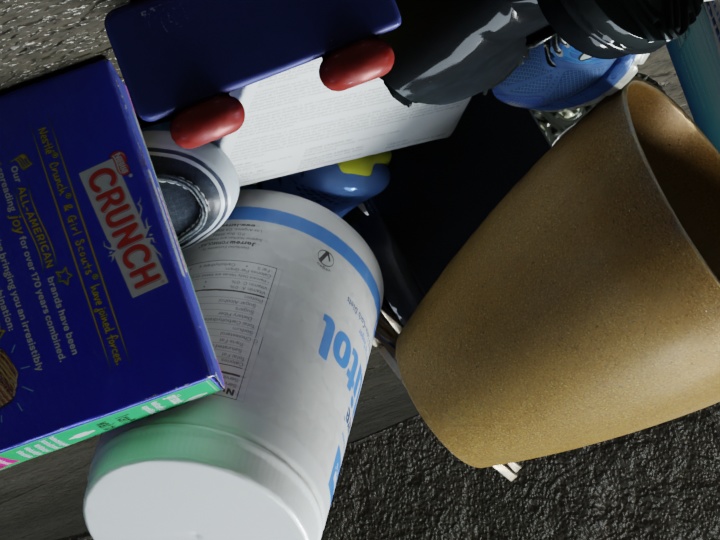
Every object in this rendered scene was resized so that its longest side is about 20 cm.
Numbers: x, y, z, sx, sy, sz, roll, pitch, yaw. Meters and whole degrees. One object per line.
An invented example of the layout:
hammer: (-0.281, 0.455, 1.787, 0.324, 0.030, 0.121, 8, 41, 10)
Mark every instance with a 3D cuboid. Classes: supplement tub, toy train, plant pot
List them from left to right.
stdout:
supplement tub: (-0.067, 0.067, 1.355, 0.131, 0.201, 0.132, 8, 139, 7)
toy train: (-0.011, -0.124, 1.105, 0.199, 0.085, 0.116, -21, -176, 0)
plant pot: (0.125, 0.023, 1.397, 0.199, 0.187, 0.186, -35, 166, 21)

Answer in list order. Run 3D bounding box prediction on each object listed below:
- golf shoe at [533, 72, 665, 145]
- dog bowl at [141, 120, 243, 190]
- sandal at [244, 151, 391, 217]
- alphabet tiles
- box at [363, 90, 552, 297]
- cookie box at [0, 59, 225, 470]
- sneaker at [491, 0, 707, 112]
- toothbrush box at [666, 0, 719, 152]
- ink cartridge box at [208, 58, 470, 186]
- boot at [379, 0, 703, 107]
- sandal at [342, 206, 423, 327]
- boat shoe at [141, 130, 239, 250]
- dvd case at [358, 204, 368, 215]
golf shoe: (0.134, -0.080, 1.736, 0.199, 0.077, 0.088, -36, -175, 23)
dog bowl: (-0.158, -0.033, 1.444, 0.199, 0.050, 0.111, -20, 172, 8)
sandal: (-0.039, -0.033, 1.471, 0.079, 0.088, 0.200, 10, 167, -19)
alphabet tiles: (0.027, 0.053, 1.566, 0.008, 0.200, 0.167, -44, 132, 6)
box: (0.089, -0.008, 1.583, 0.123, 0.201, 0.198, -30, 169, -1)
cookie box: (-0.188, 0.011, 1.239, 0.199, 0.172, 0.075, -19, 174, 0)
sneaker: (0.121, -0.148, 1.289, 0.089, 0.079, 0.200, -4, 156, -36)
toothbrush box: (0.260, -0.115, 1.526, 0.085, 0.147, 0.200, -19, 171, -1)
ink cartridge box: (-0.002, -0.124, 1.298, 0.161, 0.050, 0.200, -15, 153, -24)
boot: (0.073, -0.119, 1.118, 0.168, 0.077, 0.200, -31, -165, 31)
sandal: (0.000, 0.000, 1.523, 0.043, 0.076, 0.200, -29, -167, -5)
boat shoe: (-0.163, -0.012, 1.312, 0.199, 0.071, 0.091, -12, -153, 23)
dvd case: (0.004, -0.052, 1.783, 0.199, 0.025, 0.150, -11, 168, -47)
